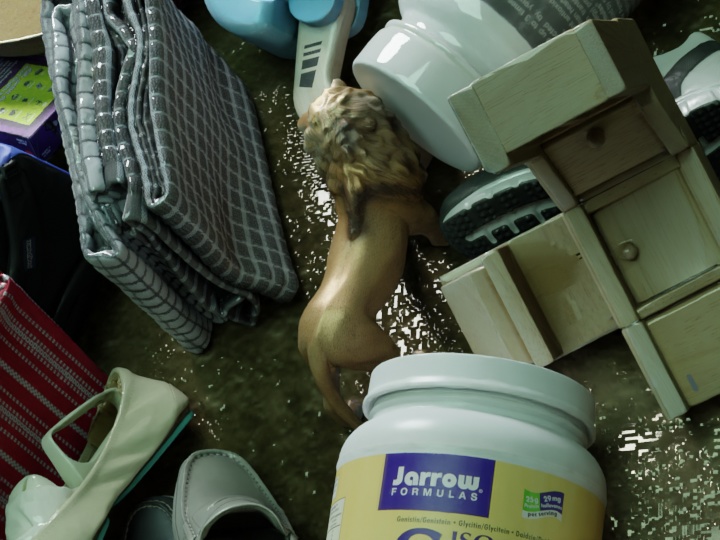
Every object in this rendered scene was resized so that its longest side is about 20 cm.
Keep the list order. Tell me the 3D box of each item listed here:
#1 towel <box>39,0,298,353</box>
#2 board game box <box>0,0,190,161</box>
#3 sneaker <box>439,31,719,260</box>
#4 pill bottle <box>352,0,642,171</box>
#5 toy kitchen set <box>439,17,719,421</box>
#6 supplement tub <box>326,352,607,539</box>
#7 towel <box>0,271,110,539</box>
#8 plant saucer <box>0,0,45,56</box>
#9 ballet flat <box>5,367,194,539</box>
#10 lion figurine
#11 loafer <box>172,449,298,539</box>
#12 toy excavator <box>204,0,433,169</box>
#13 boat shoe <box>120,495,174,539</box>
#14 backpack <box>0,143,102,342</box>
[{"bbox_3d":[-0.115,-0.071,1.331,0.085,0.166,0.200,-20,60,12],"label":"towel"},{"bbox_3d":[-0.199,-0.152,1.449,0.120,0.032,0.200,17,53,29],"label":"board game box"},{"bbox_3d":[0.136,-0.066,1.261,0.200,0.074,0.080,-24,44,12],"label":"sneaker"},{"bbox_3d":[0.095,-0.161,1.275,0.113,0.113,0.200,34,78,35],"label":"pill bottle"},{"bbox_3d":[0.105,-0.003,1.133,0.163,0.180,0.200,-28,89,15],"label":"toy kitchen set"},{"bbox_3d":[0.052,0.157,1.148,0.145,0.145,0.200,-3,67,27],"label":"supplement tub"},{"bbox_3d":[-0.212,0.117,1.277,0.022,0.145,0.200,6,61,30],"label":"towel"},{"bbox_3d":[-0.206,-0.199,1.457,0.200,0.035,0.200,-10,42,9],"label":"plant saucer"},{"bbox_3d":[-0.168,0.129,1.283,0.069,0.070,0.200,1,38,28],"label":"ballet flat"},{"bbox_3d":[0.000,0.000,1.261,0.072,0.122,0.200,-5,66,26],"label":"lion figurine"},{"bbox_3d":[-0.063,0.154,1.226,0.070,0.070,0.200,-7,31,-16],"label":"loafer"},{"bbox_3d":[-0.031,-0.156,1.380,0.194,0.100,0.200,7,85,30],"label":"toy excavator"},{"bbox_3d":[-0.111,0.214,1.259,0.073,0.063,0.200,-20,60,19],"label":"boat shoe"},{"bbox_3d":[-0.259,0.022,1.371,0.168,0.162,0.200,15,85,31],"label":"backpack"}]
